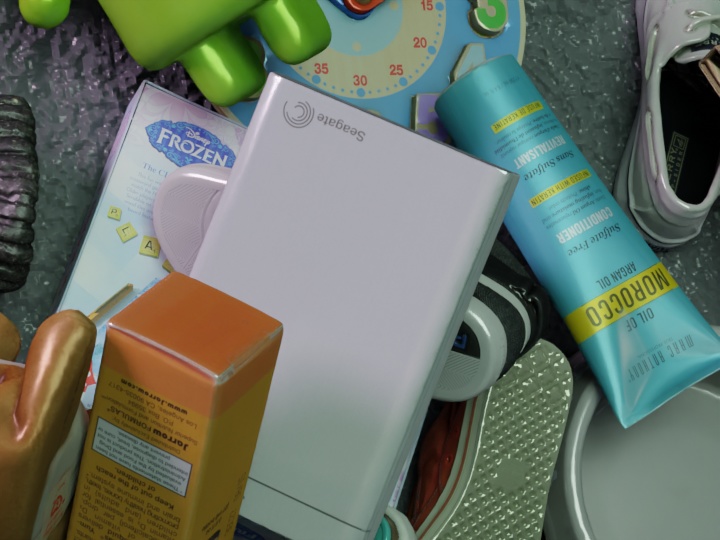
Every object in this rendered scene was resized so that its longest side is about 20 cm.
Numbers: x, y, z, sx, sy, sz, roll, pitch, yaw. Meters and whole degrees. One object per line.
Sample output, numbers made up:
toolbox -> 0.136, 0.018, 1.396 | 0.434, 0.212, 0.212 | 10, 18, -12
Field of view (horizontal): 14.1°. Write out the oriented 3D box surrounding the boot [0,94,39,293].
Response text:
boot -> -0.240, -0.090, 1.440 | 0.157, 0.079, 0.213 | -3, 84, -13

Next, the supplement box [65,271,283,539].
supplement box -> -0.094, 0.106, 1.360 | 0.068, 0.201, 0.067 | 23, 32, 18

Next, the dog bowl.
dog bowl -> 0.178, 0.120, 1.533 | 0.199, 0.059, 0.202 | 6, 71, -17

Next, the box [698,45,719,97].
box -> 0.290, -0.060, 1.588 | 0.199, 0.021, 0.164 | -7, 58, -47

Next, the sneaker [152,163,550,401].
sneaker -> 0.000, 0.000, 1.465 | 0.199, 0.073, 0.112 | 28, 23, 18

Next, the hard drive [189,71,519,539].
hard drive -> -0.021, 0.023, 1.391 | 0.131, 0.027, 0.201 | 23, 94, 18

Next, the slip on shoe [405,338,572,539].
slip on shoe -> 0.053, 0.129, 1.488 | 0.074, 0.061, 0.201 | 22, 79, -23

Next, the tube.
tube -> 0.112, -0.018, 1.520 | 0.077, 0.050, 0.201 | -29, 78, -18

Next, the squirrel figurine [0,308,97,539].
squirrel figurine -> -0.230, 0.087, 1.346 | 0.186, 0.142, 0.201 | 22, 76, 11

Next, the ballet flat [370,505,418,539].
ballet flat -> -0.033, 0.204, 1.418 | 0.069, 0.069, 0.200 | 38, 88, -4

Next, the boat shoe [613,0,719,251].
boat shoe -> 0.185, -0.111, 1.608 | 0.072, 0.066, 0.201 | 22, 67, -11

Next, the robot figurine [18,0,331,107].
robot figurine -> -0.093, -0.183, 1.471 | 0.175, 0.116, 0.201 | -30, 93, 15

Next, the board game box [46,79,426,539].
board game box -> -0.057, 0.033, 1.487 | 0.199, 0.041, 0.201 | 24, 66, -10

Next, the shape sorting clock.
shape sorting clock -> -0.003, -0.143, 1.567 | 0.199, 0.039, 0.201 | 6, 70, -17
